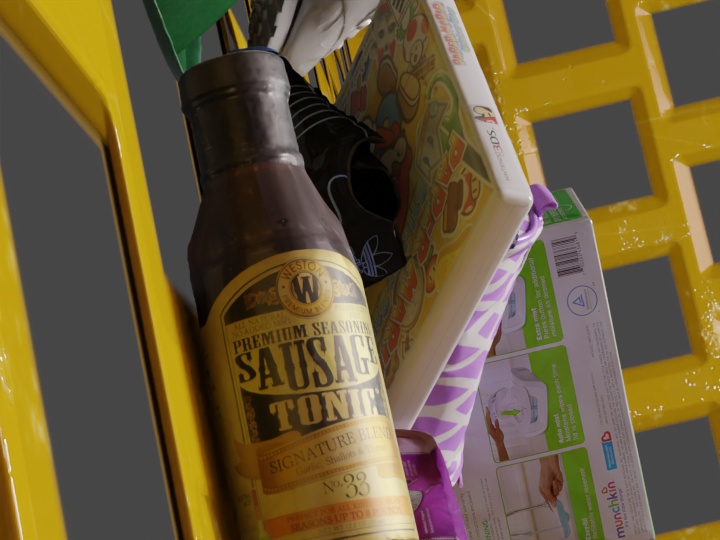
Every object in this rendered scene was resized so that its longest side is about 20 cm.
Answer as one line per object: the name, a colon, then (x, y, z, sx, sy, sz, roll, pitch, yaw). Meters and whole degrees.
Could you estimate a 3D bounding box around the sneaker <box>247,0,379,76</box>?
sneaker: (-0.012, -0.158, 1.111, 0.200, 0.080, 0.077, 125, -35, -56)

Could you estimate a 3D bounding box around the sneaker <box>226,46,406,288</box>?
sneaker: (-0.023, -0.049, 0.977, 0.201, 0.077, 0.071, -98, 175, -53)

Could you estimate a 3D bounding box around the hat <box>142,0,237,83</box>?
hat: (-0.011, -0.189, 0.817, 0.166, 0.174, 0.202, -94, 170, -75)

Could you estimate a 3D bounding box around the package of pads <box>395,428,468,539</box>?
package of pads: (0.027, 0.186, 0.953, 0.121, 0.075, 0.202, -103, 179, -64)

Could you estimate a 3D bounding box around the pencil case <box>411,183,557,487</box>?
pencil case: (0.038, 0.033, 1.084, 0.084, 0.085, 0.201, 61, -37, 43)

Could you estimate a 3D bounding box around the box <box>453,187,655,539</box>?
box: (0.067, 0.074, 1.213, 0.097, 0.175, 0.202, -95, 171, -76)

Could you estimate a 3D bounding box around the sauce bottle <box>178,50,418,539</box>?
sauce bottle: (-0.028, 0.022, 0.730, 0.066, 0.065, 0.202, 63, 13, -78)

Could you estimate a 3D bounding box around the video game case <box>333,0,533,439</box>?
video game case: (0.013, -0.024, 1.000, 0.183, 0.023, 0.201, -108, -146, -43)
